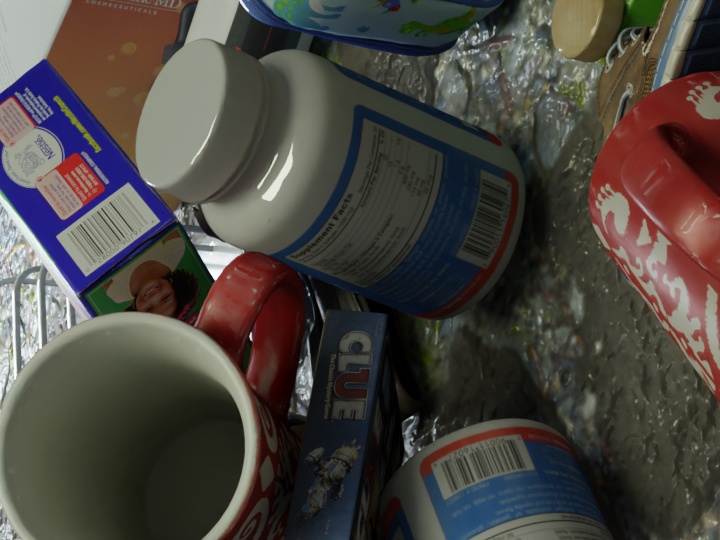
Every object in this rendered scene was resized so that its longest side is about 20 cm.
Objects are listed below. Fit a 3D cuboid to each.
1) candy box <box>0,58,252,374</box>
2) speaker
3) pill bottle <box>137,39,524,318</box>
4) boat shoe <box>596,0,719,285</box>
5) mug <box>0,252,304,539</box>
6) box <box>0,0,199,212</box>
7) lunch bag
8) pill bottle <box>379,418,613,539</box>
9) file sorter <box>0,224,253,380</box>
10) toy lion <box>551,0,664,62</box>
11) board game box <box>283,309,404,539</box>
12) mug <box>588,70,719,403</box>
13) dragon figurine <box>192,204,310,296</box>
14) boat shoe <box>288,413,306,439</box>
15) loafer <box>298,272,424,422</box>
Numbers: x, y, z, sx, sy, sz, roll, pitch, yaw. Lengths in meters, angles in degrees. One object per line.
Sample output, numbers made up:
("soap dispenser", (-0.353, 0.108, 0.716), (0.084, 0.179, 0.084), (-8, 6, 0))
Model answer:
("candy box", (-0.138, 0.000, 1.365), (0.077, 0.200, 0.169), (-37, 51, -6))
("speaker", (-0.061, -0.182, 1.498), (0.081, 0.081, 0.201), (52, 128, 49))
("pill bottle", (-0.018, -0.053, 1.261), (0.112, 0.199, 0.113), (-32, 47, 42))
("boat shoe", (0.149, -0.085, 1.120), (0.072, 0.072, 0.201), (46, 132, 45))
("mug", (-0.076, 0.097, 1.209), (0.177, 0.200, 0.134), (-33, 71, 2))
("box", (-0.172, -0.153, 1.610), (0.200, 0.152, 0.107), (-60, 38, 35))
("lunch bag", (-0.004, -0.230, 1.335), (0.082, 0.160, 0.201), (-35, 57, 51))
("pill bottle", (0.089, 0.184, 1.165), (0.112, 0.112, 0.201), (-57, 40, 38))
("file sorter", (-0.163, 0.052, 1.593), (0.200, 0.124, 0.140), (-21, 68, 56))
("toy lion", (0.162, -0.224, 1.164), (0.200, 0.068, 0.193), (-48, 40, 46))
("board game box", (-0.011, 0.141, 1.203), (0.136, 0.034, 0.201), (82, -165, -54))
("mug", (0.184, -0.013, 1.003), (0.200, 0.133, 0.178), (55, 171, 53))
("dragon figurine", (-0.043, -0.011, 1.462), (0.059, 0.099, 0.201), (-17, 90, 57))
("boat shoe", (-0.041, 0.128, 1.413), (0.075, 0.074, 0.202), (-60, 6, -10))
("loafer", (0.000, 0.000, 1.400), (0.063, 0.072, 0.201), (-18, 76, 36))
